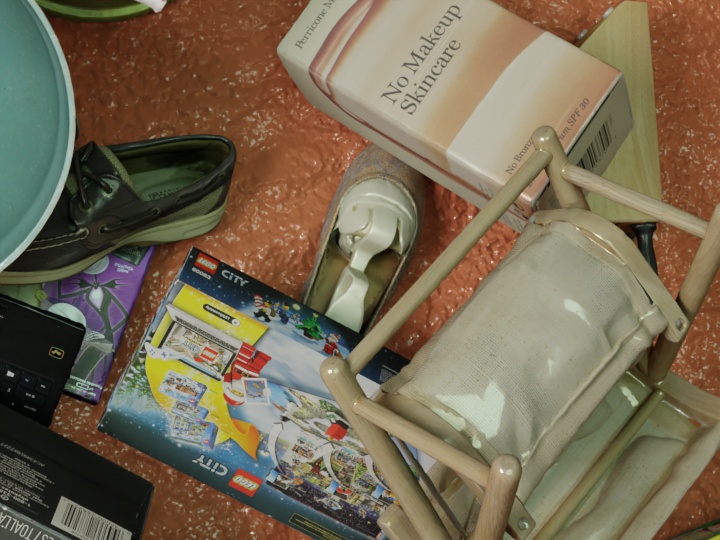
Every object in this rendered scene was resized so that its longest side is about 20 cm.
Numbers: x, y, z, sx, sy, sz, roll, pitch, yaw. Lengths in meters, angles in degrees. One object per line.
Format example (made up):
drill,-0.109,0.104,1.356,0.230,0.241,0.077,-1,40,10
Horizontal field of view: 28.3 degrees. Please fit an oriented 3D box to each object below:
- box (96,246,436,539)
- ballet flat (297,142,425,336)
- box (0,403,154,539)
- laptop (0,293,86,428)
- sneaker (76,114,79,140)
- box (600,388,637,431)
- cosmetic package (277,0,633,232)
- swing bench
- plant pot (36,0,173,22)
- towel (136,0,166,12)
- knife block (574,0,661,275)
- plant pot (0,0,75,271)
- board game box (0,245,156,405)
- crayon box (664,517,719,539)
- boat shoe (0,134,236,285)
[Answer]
box,-0.046,0.087,0.876,0.199,0.137,0.038,28,35,-8
ballet flat,0.000,0.000,0.931,0.068,0.067,0.202,22,76,-9
box,-0.226,0.189,0.782,0.148,0.124,0.201,29,101,-8
laptop,-0.278,0.099,0.827,0.176,0.201,0.104,22,38,-10
sneaker,-0.246,-0.150,0.861,0.077,0.086,0.201,-29,119,4
box,0.094,0.164,0.905,0.060,0.117,0.201,39,75,-5
cosmetic package,0.060,-0.115,0.901,0.199,0.087,0.104,32,83,23
swing bench,0.105,0.071,0.778,0.129,0.201,0.199,27,61,34
plant pot,-0.161,-0.278,0.874,0.198,0.184,0.203,2,81,-13
towel,-0.128,-0.258,0.768,0.145,0.030,0.201,26,76,-8
knife block,0.175,-0.059,0.987,0.176,0.064,0.200,44,74,-5
plant pot,-0.256,-0.095,0.755,0.198,0.134,0.202,-5,110,-15
board game box,-0.237,-0.006,0.895,0.198,0.032,0.121,21,73,-10
crayon box,0.319,0.239,0.979,0.198,0.058,0.174,-18,85,-16
boat shoe,-0.159,-0.047,0.862,0.200,0.066,0.072,-16,54,-42
